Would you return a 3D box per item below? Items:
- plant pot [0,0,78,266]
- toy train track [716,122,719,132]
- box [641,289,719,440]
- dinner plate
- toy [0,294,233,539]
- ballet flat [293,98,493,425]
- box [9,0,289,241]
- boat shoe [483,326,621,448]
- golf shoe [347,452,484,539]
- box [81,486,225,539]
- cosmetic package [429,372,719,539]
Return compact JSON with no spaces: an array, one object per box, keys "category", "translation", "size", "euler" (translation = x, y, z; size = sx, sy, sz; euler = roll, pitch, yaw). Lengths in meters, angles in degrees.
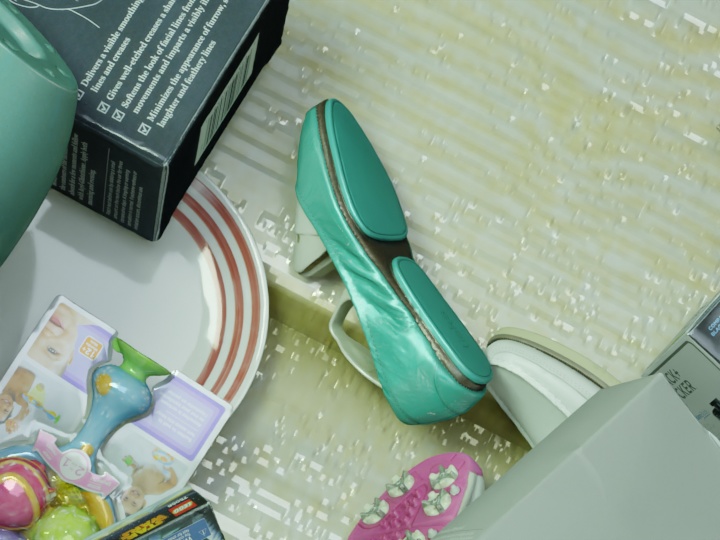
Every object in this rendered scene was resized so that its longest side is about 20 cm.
[{"category":"plant pot","translation":[-0.239,-0.076,1.493],"size":[0.201,0.201,0.161],"euler":[44,97,4]},{"category":"toy train track","translation":[0.282,-0.076,1.756],"size":[0.115,0.033,0.200],"euler":[40,67,11]},{"category":"box","translation":[0.257,0.094,1.659],"size":[0.200,0.117,0.060],"euler":[44,75,3]},{"category":"dinner plate","translation":[-0.151,0.021,1.662],"size":[0.200,0.024,0.200],"euler":[3,74,-9]},{"category":"toy","translation":[-0.169,0.125,1.597],"size":[0.115,0.047,0.200],"euler":[33,83,0]},{"category":"ballet flat","translation":[0.000,0.000,1.666],"size":[0.070,0.067,0.200],"euler":[-36,70,22]},{"category":"box","translation":[-0.160,-0.137,1.645],"size":[0.200,0.107,0.149],"euler":[29,66,5]},{"category":"boat shoe","translation":[0.136,0.115,1.654],"size":[0.200,0.075,0.068],"euler":[42,67,3]},{"category":"golf shoe","translation":[0.026,0.193,1.627],"size":[0.092,0.075,0.200],"euler":[47,55,-32]},{"category":"box","translation":[-0.147,0.219,1.569],"size":[0.200,0.040,0.137],"euler":[-27,110,-15]},{"category":"cosmetic package","translation":[0.105,0.155,1.557],"size":[0.200,0.090,0.107],"euler":[-38,96,-24]}]
